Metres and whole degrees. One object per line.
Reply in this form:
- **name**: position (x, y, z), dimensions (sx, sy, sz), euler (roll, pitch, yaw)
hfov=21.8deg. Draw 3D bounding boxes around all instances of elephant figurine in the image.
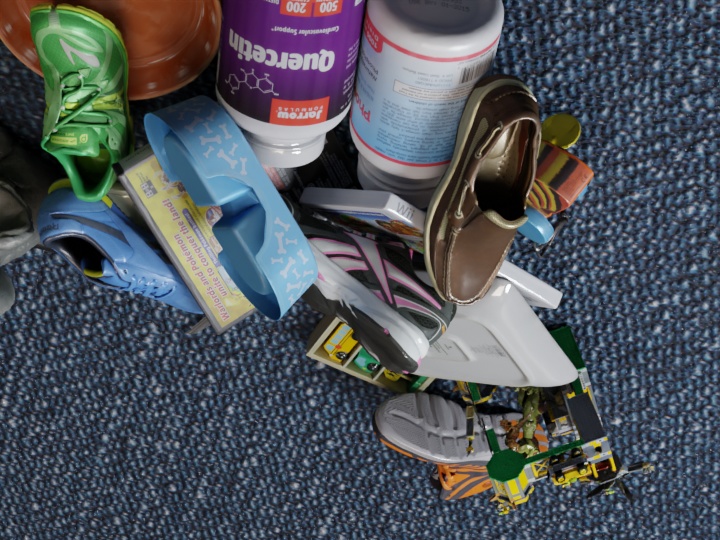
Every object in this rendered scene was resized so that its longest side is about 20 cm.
- **elephant figurine**: position (-0.351, -0.024, 1.659), dimensions (0.155, 0.200, 0.142), euler (-11, 134, 19)

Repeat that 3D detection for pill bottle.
- **pill bottle**: position (0.049, -0.147, 1.530), dimensions (0.109, 0.109, 0.200), euler (9, 137, -1)
- **pill bottle**: position (-0.056, -0.184, 1.486), dimensions (0.112, 0.112, 0.200), euler (8, 129, 0)

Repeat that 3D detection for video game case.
- **video game case**: position (0.060, -0.020, 1.621), dimensions (0.200, 0.018, 0.143), euler (29, 169, -30)
- **video game case**: position (-0.094, -0.063, 1.634), dimensions (0.181, 0.026, 0.200), euler (-32, 128, -4)

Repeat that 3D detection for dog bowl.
- **dog bowl**: position (-0.103, -0.055, 1.529), dimensions (0.200, 0.050, 0.111), euler (58, 164, -11)

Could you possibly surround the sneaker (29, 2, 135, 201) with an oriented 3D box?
- **sneaker**: position (-0.230, -0.138, 1.557), dimensions (0.074, 0.084, 0.200), euler (0, 137, 10)

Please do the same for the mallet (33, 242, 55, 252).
- **mallet**: position (-0.236, -0.007, 1.785), dimensions (0.200, 0.041, 0.066), euler (6, 134, 8)

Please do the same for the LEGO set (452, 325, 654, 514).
- **LEGO set**: position (0.175, 0.158, 1.792), dimensions (0.154, 0.200, 0.116), euler (-25, 135, -3)

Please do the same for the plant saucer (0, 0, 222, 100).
- **plant saucer**: position (-0.210, -0.224, 1.545), dimensions (0.200, 0.032, 0.200), euler (5, 138, 5)

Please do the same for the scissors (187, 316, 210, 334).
- **scissors**: position (-0.105, 0.013, 1.801), dimensions (0.200, 0.014, 0.073), euler (-18, 134, 28)

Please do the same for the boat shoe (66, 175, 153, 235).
- **boat shoe**: position (-0.168, -0.063, 1.691), dimensions (0.200, 0.062, 0.073), euler (12, 134, -3)

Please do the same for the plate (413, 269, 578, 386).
- **plate**: position (0.076, 0.057, 1.693), dimensions (0.200, 0.032, 0.200), euler (5, 154, 29)

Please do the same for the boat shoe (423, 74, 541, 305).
- **boat shoe**: position (0.099, -0.051, 1.489), dimensions (0.075, 0.075, 0.202), euler (-3, 122, -19)

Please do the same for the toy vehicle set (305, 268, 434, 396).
- **toy vehicle set**: position (0.046, 0.042, 1.796), dimensions (0.124, 0.027, 0.200), euler (23, 136, -16)

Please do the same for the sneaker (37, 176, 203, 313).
- **sneaker**: position (-0.205, -0.001, 1.661), dimensions (0.200, 0.078, 0.066), euler (35, 130, -29)

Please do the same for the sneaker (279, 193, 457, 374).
- **sneaker**: position (0.000, 0.000, 1.599), dimensions (0.200, 0.086, 0.080), euler (43, 157, 16)

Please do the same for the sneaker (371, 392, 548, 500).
- **sneaker**: position (0.084, 0.188, 1.892), dimensions (0.200, 0.078, 0.112), euler (15, 141, -26)

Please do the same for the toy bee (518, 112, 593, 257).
- **toy bee**: position (0.130, -0.070, 1.604), dimensions (0.109, 0.131, 0.200), euler (36, 147, 5)
